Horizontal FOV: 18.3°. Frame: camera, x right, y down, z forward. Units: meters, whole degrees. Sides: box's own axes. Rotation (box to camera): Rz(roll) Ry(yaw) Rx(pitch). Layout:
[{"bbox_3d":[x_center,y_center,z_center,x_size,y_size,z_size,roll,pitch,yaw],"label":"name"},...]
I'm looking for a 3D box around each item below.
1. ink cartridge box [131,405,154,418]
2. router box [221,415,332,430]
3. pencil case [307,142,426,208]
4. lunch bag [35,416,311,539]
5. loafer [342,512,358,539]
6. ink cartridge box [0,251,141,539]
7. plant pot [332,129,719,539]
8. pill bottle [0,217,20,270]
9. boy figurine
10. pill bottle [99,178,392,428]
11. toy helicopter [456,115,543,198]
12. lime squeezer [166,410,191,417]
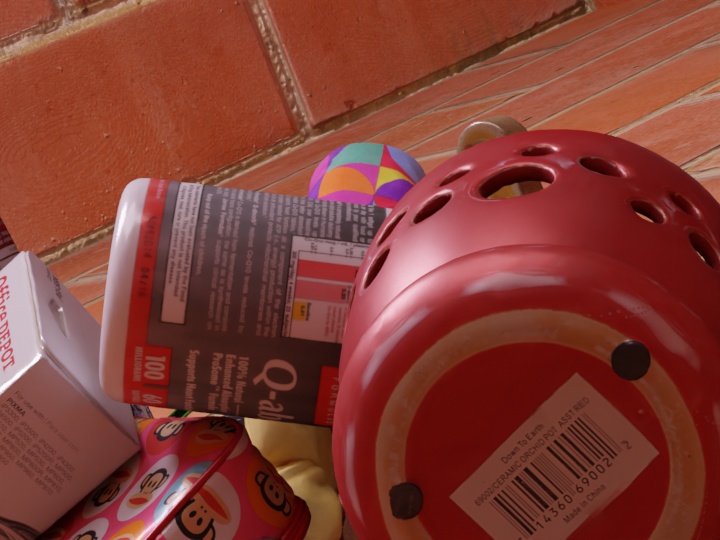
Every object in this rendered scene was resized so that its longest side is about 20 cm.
[{"bbox_3d":[-0.200,0.119,1.397,0.108,0.051,0.200,-26,3,8],"label":"ink cartridge box"},{"bbox_3d":[-0.123,0.142,1.430,0.199,0.051,0.149,-17,10,41],"label":"router box"},{"bbox_3d":[0.000,0.000,1.319,0.088,0.089,0.200,-19,27,15],"label":"pencil case"},{"bbox_3d":[-0.131,0.160,1.175,0.176,0.082,0.200,-47,18,-22],"label":"lunch bag"},{"bbox_3d":[0.027,0.107,1.202,0.068,0.076,0.200,-14,10,9],"label":"loafer"},{"bbox_3d":[-0.224,0.104,1.226,0.200,0.083,0.147,-41,25,7],"label":"ink cartridge box"},{"bbox_3d":[0.082,0.052,0.989,0.199,0.202,0.183,-20,11,15],"label":"plant pot"},{"bbox_3d":[-0.269,0.011,1.423,0.112,0.201,0.113,-27,3,2],"label":"pill bottle"},{"bbox_3d":[-0.047,0.097,1.303,0.064,0.125,0.201,-14,48,5],"label":"boy figurine"},{"bbox_3d":[-0.029,0.021,1.143,0.198,0.117,0.116,7,8,-2],"label":"pill bottle"},{"bbox_3d":[0.112,0.007,1.180,0.079,0.201,0.132,-23,-6,-39],"label":"toy helicopter"},{"bbox_3d":[-0.180,0.147,1.572,0.199,0.038,0.071,-35,5,-24],"label":"lime squeezer"}]
